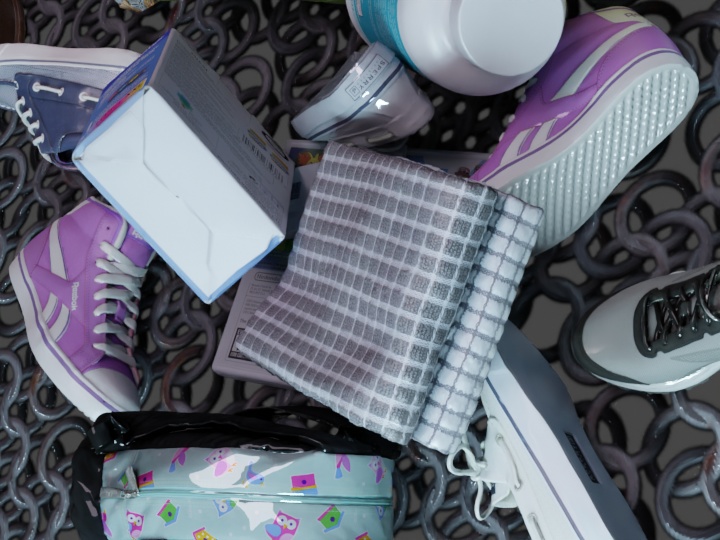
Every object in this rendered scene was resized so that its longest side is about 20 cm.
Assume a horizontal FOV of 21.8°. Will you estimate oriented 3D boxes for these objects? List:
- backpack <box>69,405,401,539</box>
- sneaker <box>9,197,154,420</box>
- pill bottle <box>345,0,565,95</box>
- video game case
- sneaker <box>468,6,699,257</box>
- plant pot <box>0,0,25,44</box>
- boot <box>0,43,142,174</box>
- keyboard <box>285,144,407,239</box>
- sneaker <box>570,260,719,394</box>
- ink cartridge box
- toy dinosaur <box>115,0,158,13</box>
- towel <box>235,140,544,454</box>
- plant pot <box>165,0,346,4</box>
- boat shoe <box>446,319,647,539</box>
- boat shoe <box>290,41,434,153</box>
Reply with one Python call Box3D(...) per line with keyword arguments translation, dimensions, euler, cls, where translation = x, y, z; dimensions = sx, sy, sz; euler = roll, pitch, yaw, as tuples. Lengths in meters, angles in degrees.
Box3D(translation=(-0.068, 0.152, 1.207), dimensions=(0.200, 0.167, 0.127), euler=(0, 89, 34), cls="backpack")
Box3D(translation=(-0.189, 0.022, 1.393), dimensions=(0.114, 0.073, 0.201), euler=(-41, 50, 11), cls="sneaker")
Box3D(translation=(0.065, -0.176, 1.227), dimensions=(0.111, 0.111, 0.200), euler=(-54, 21, 3), cls="pill bottle")
Box3D(translation=(0.000, 0.000, 1.301), dimensions=(0.200, 0.022, 0.183), euler=(7, 74, 40), cls="video game case")
Box3D(translation=(0.120, -0.090, 1.228), dimensions=(0.200, 0.073, 0.114), euler=(-39, 42, 9), cls="sneaker")
Box3D(translation=(-0.429, -0.215, 1.612), dimensions=(0.200, 0.198, 0.201), euler=(-17, 59, 31), cls="plant pot")
Box3D(translation=(-0.253, -0.129, 1.518), dimensions=(0.200, 0.073, 0.091), euler=(2, 65, 37), cls="boot")
Box3D(translation=(-0.052, -0.048, 1.345), dimensions=(0.200, 0.011, 0.056), euler=(-10, 58, 34), cls="keyboard")
Box3D(translation=(0.209, 0.021, 1.093), dimensions=(0.200, 0.079, 0.074), euler=(-13, 64, 34), cls="sneaker")
Box3D(translation=(-0.114, -0.080, 1.279), dimensions=(0.076, 0.136, 0.200), euler=(-37, 16, 14), cls="ink cartridge box")
Box3D(translation=(-0.211, -0.311, 1.526), dimensions=(0.102, 0.136, 0.200), euler=(-4, 109, 20), cls="toy dinosaur")
Box3D(translation=(0.012, 0.010, 1.163), dimensions=(0.200, 0.085, 0.166), euler=(21, 93, 60), cls="towel")
Box3D(translation=(-0.054, -0.275, 1.382), dimensions=(0.190, 0.200, 0.200), euler=(20, 82, 28), cls="plant pot")
Box3D(translation=(0.097, 0.120, 1.143), dimensions=(0.086, 0.075, 0.202), euler=(-40, 60, 20), cls="boat shoe")
Box3D(translation=(0.002, -0.106, 1.285), dimensions=(0.074, 0.067, 0.200), euler=(-47, 7, -3), cls="boat shoe")
